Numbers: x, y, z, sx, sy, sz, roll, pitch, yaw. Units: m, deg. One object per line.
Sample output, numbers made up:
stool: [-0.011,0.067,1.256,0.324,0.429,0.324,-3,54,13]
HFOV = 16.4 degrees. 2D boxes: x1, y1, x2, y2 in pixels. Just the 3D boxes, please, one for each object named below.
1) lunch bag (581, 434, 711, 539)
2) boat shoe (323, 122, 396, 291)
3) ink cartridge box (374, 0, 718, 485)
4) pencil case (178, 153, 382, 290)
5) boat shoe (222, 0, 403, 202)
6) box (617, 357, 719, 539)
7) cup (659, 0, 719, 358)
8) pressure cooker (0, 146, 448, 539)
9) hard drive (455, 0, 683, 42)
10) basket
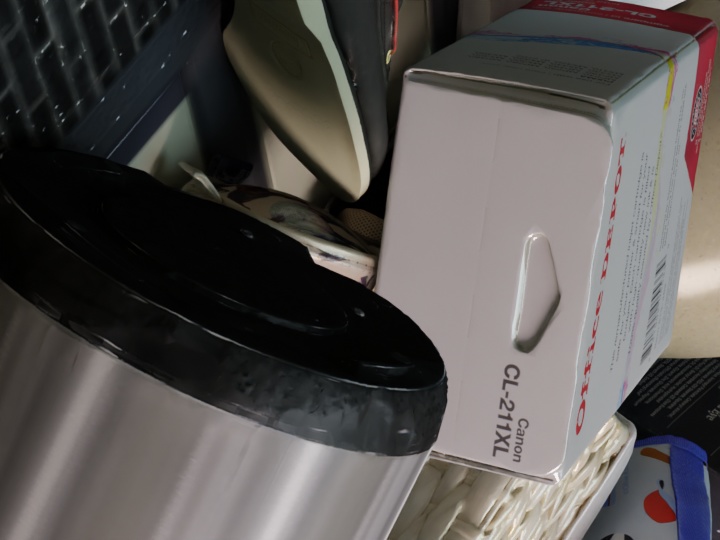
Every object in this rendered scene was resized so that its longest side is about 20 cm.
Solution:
lunch bag: [0.106,0.196,1.239,0.200,0.123,0.171,-45,-156,33]
boat shoe: [0.000,0.000,1.062,0.201,0.074,0.073,-59,153,-26]
ink cartridge box: [0.073,-0.020,0.980,0.200,0.082,0.147,-35,135,-67]
pencil case: [-0.074,0.058,0.937,0.201,0.089,0.078,-60,-163,8]
boat shoe: [-0.012,-0.093,0.865,0.063,0.074,0.202,-43,153,-17]
box: [0.171,0.157,1.368,0.104,0.182,0.201,-33,149,-51]
cup: [0.164,-0.036,1.261,0.143,0.201,0.201,-27,153,-11]
pressure cooker: [-0.083,0.083,0.800,0.201,0.178,0.176,-64,163,13]
hard drive: [0.134,-0.162,1.082,0.199,0.026,0.132,-26,150,-18]
basket: [0.017,0.108,1.160,0.201,0.135,0.123,-55,157,-8]
